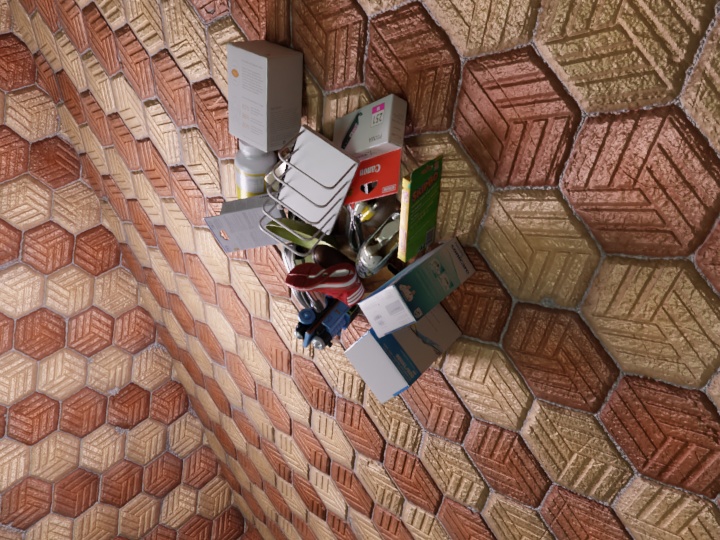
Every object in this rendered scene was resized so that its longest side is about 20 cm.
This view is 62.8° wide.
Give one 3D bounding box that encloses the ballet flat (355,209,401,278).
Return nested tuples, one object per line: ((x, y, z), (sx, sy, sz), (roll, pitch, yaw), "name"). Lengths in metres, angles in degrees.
((0.043, -0.058, 1.249), (0.073, 0.072, 0.200), (49, 118, 10), "ballet flat")

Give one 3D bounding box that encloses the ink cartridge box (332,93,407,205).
((0.008, -0.232, 1.170), (0.197, 0.043, 0.180), (-5, 76, 54), "ink cartridge box")

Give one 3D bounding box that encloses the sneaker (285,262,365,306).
((-0.078, 0.046, 1.384), (0.194, 0.080, 0.117), (3, 142, 33), "sneaker")

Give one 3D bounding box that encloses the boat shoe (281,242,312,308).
((-0.158, 0.019, 1.638), (0.060, 0.071, 0.207), (0, 116, 51), "boat shoe")

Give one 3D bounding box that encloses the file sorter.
((-0.112, -0.152, 1.185), (0.137, 0.125, 0.202), (33, 135, 5), "file sorter")

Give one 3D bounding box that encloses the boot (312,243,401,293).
((0.000, 0.000, 1.369), (0.197, 0.070, 0.188), (2, 143, 52), "boot")

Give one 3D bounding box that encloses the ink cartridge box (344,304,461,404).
((0.095, 0.161, 1.306), (0.146, 0.198, 0.147), (50, 145, 5), "ink cartridge box")

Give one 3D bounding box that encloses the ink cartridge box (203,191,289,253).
((-0.289, -0.123, 1.551), (0.198, 0.193, 0.045), (77, -176, -64), "ink cartridge box")

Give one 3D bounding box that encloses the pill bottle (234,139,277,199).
((-0.270, -0.254, 1.533), (0.111, 0.111, 0.204), (36, 140, 28), "pill bottle")

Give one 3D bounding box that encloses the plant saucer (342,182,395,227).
((-0.004, -0.183, 1.312), (0.198, 0.036, 0.205), (33, 139, 33), "plant saucer")

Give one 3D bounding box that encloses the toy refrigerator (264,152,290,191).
((-0.148, -0.247, 1.410), (0.076, 0.071, 0.198), (45, 148, -15), "toy refrigerator")

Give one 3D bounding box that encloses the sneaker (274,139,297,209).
((-0.115, -0.204, 1.316), (0.112, 0.078, 0.201), (16, 141, -16), "sneaker")

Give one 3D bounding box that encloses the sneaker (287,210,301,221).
((-0.144, -0.152, 1.470), (0.198, 0.088, 0.079), (-16, 104, 55), "sneaker")

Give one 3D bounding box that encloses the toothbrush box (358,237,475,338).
((0.113, 0.034, 1.183), (0.087, 0.198, 0.146), (55, 145, -2), "toothbrush box")

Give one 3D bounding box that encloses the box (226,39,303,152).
((-0.216, -0.395, 1.329), (0.150, 0.105, 0.206), (30, 127, 35), "box")

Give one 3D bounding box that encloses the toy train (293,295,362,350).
((-0.085, 0.120, 1.517), (0.113, 0.200, 0.088), (33, 141, 13), "toy train")

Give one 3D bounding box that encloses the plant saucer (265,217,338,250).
((-0.142, -0.091, 1.476), (0.194, 0.032, 0.200), (19, 172, 3), "plant saucer")

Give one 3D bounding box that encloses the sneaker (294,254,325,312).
((-0.094, 0.013, 1.486), (0.202, 0.112, 0.077), (-118, 4, -51), "sneaker")

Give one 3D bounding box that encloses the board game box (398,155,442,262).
((0.116, -0.122, 1.149), (0.030, 0.095, 0.205), (33, 139, 30), "board game box")

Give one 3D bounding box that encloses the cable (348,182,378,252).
((-0.014, -0.117, 1.299), (0.097, 0.050, 0.202), (44, 144, 16), "cable")
